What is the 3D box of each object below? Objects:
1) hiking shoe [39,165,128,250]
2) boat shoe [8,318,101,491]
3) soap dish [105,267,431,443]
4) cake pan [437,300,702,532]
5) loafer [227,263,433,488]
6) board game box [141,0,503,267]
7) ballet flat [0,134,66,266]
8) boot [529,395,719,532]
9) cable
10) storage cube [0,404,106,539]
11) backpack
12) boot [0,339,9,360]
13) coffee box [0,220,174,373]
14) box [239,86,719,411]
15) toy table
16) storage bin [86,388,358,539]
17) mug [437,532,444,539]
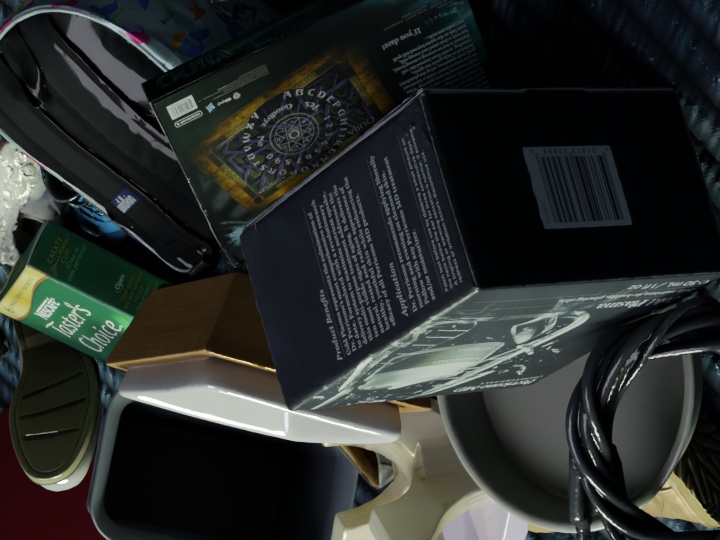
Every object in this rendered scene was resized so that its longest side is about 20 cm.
[{"bbox_3d":[-0.200,-0.074,1.758,0.074,0.087,0.201,26,146,16],"label":"hiking shoe"},{"bbox_3d":[-0.232,0.097,1.929,0.074,0.201,0.069,-13,138,6],"label":"boat shoe"},{"bbox_3d":[-0.060,0.058,1.595,0.156,0.082,0.200,16,169,-21],"label":"soap dish"},{"bbox_3d":[0.136,0.065,1.574,0.199,0.037,0.202,4,96,39],"label":"cake pan"},{"bbox_3d":[-0.028,0.072,1.793,0.200,0.072,0.073,42,148,-7],"label":"loafer"},{"bbox_3d":[-0.016,-0.098,1.485,0.028,0.199,0.136,-118,3,-53],"label":"board game box"},{"bbox_3d":[-0.250,-0.056,1.855,0.072,0.072,0.200,36,155,1],"label":"ballet flat"},{"bbox_3d":[0.151,0.114,1.689,0.199,0.066,0.176,-6,122,51],"label":"boot"},{"bbox_3d":[0.204,0.106,1.466,0.162,0.051,0.201,4,121,9],"label":"cable"},{"bbox_3d":[-0.283,0.258,2.155,0.179,0.200,0.171,30,148,22],"label":"storage cube"},{"bbox_3d":[-0.138,-0.118,1.585,0.199,0.151,0.177,33,142,-13],"label":"backpack"},{"bbox_3d":[-0.397,0.041,2.119,0.199,0.068,0.131,-15,117,42],"label":"boot"},{"bbox_3d":[-0.171,0.040,1.861,0.199,0.044,0.123,28,156,-12],"label":"coffee box"},{"bbox_3d":[0.070,-0.013,1.441,0.196,0.199,0.125,-33,67,49],"label":"box"},{"bbox_3d":[0.043,0.137,1.707,0.184,0.116,0.201,-133,40,-57],"label":"toy table"},{"bbox_3d":[-0.119,0.171,1.893,0.199,0.147,0.134,12,171,-16],"label":"storage bin"},{"bbox_3d":[0.074,0.289,1.911,0.186,0.150,0.153,15,150,41],"label":"mug"}]
